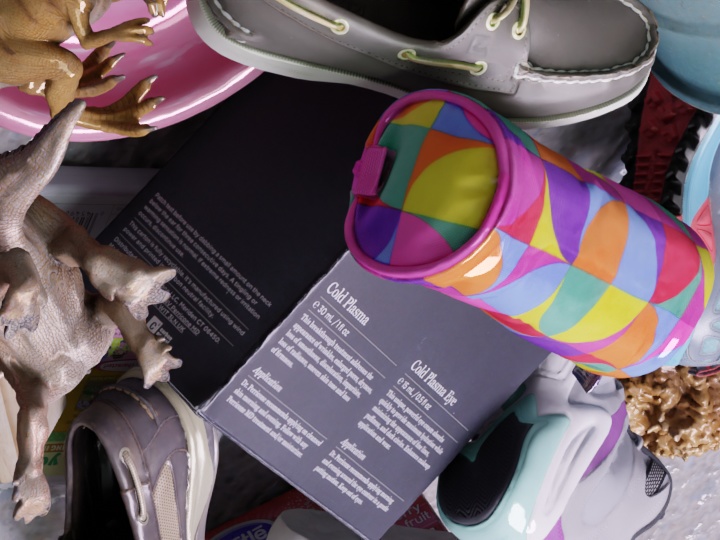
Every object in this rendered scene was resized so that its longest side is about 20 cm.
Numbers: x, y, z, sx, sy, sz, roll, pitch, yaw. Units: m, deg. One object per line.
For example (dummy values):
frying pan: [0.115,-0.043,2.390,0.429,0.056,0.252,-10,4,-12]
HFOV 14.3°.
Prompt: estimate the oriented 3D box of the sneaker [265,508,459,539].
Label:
sneaker: [0.022,0.207,1.417,0.200,0.081,0.147,15,102,-20]

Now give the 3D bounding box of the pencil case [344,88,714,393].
pencil case: [0.071,-0.011,1.195,0.088,0.088,0.200,-45,148,12]

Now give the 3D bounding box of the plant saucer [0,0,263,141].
plant saucer: [-0.095,-0.145,1.167,0.200,0.051,0.201,-19,138,-18]

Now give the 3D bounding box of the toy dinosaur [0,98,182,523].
toy dinosaur: [-0.144,0.003,1.153,0.086,0.136,0.200,-29,140,-23]

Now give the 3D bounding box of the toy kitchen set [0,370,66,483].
toy kitchen set: [-0.176,0.121,1.238,0.163,0.181,0.200,-23,138,-15]

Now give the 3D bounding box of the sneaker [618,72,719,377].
sneaker: [0.177,-0.048,1.389,0.095,0.079,0.200,17,90,-32]

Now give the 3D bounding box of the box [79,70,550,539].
box: [0.000,0.000,1.297,0.182,0.104,0.200,-46,148,0]

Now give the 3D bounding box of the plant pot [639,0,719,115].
plant pot: [0.153,-0.198,1.189,0.200,0.200,0.196,-41,133,7]

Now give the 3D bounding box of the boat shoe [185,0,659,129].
boat shoe: [0.033,-0.105,1.160,0.201,0.072,0.060,8,157,-18]

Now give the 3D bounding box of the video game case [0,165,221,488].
video game case: [-0.130,0.028,1.338,0.200,0.022,0.182,0,129,-36]

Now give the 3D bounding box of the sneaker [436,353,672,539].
sneaker: [0.111,0.076,1.422,0.078,0.200,0.140,-15,137,42]

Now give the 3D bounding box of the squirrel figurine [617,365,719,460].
squirrel figurine: [0.220,0.033,1.515,0.199,0.142,0.187,-6,145,-12]

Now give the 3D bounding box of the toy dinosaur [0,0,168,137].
toy dinosaur: [-0.139,-0.086,1.123,0.200,0.061,0.106,-33,137,26]

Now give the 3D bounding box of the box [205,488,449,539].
box: [-0.044,0.190,1.499,0.200,0.096,0.100,-26,140,-10]

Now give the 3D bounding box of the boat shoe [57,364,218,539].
boat shoe: [-0.114,0.143,1.353,0.073,0.074,0.200,-19,114,-43]
